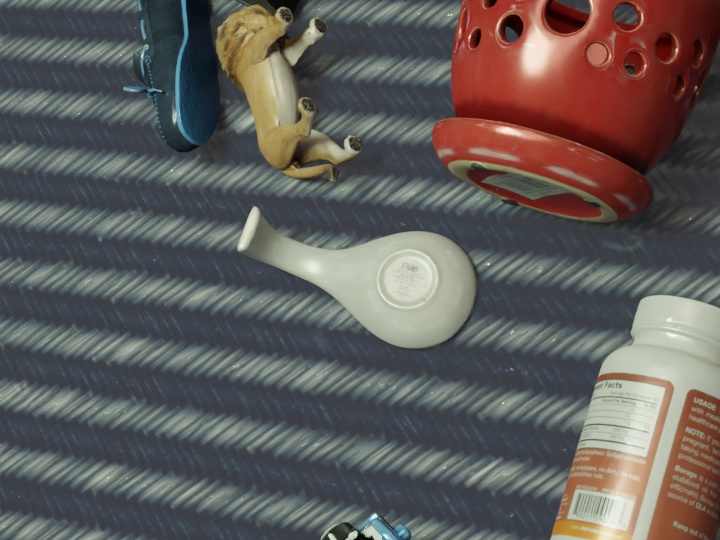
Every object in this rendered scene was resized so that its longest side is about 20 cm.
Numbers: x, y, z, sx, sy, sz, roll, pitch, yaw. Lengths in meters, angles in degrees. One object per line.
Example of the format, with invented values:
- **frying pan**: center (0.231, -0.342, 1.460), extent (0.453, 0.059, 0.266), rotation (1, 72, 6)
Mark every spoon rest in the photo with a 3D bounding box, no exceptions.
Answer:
- **spoon rest**: center (0.000, 0.000, 1.334), extent (0.199, 0.061, 0.100), rotation (19, 78, 13)

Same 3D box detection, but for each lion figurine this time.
- **lion figurine**: center (-0.072, -0.150, 1.403), extent (0.122, 0.072, 0.201), rotation (-30, 63, 47)

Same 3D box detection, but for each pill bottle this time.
- **pill bottle**: center (0.215, 0.126, 1.159), extent (0.112, 0.112, 0.201), rotation (13, 74, 25)

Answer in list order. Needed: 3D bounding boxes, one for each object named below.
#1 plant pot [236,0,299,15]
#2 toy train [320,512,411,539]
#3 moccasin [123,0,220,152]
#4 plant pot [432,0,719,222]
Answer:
- **plant pot**: center (-0.130, -0.369, 1.434), extent (0.199, 0.200, 0.178), rotation (30, 86, 29)
- **toy train**: center (0.048, 0.263, 1.169), extent (0.087, 0.114, 0.200), rotation (-45, 61, -4)
- **moccasin**: center (-0.171, -0.184, 1.464), extent (0.068, 0.081, 0.201), rotation (-19, 50, 19)
- **plant pot**: center (0.163, -0.142, 1.243), extent (0.199, 0.200, 0.184), rotation (14, 83, 25)
